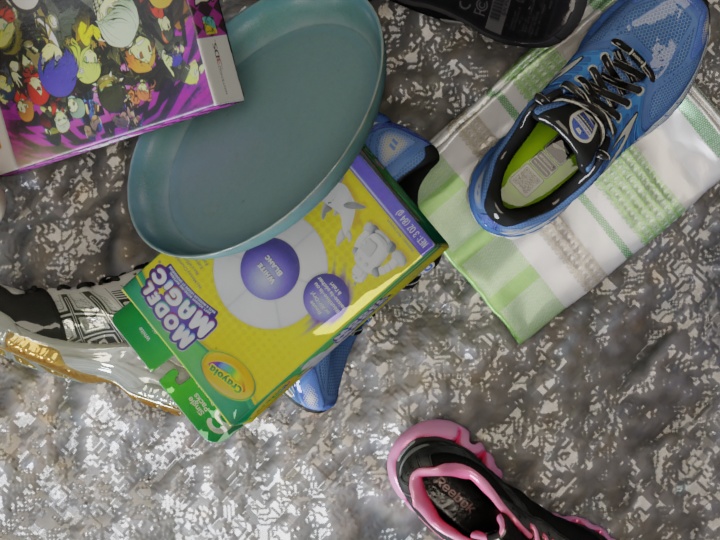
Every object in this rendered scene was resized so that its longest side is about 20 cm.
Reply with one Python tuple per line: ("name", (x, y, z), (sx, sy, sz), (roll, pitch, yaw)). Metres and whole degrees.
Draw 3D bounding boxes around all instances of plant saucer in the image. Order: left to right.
("plant saucer", (-0.059, -0.088, 1.353), (0.200, 0.200, 0.027), (-47, 128, 5))

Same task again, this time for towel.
("towel", (0.135, -0.068, 1.449), (0.200, 0.031, 0.149), (-41, 91, 5))

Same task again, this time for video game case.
("video game case", (-0.179, -0.168, 1.399), (0.199, 0.036, 0.182), (-14, 92, 34))

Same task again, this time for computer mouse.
("computer mouse", (0.064, -0.225, 1.422), (0.199, 0.046, 0.141), (15, 99, 21))

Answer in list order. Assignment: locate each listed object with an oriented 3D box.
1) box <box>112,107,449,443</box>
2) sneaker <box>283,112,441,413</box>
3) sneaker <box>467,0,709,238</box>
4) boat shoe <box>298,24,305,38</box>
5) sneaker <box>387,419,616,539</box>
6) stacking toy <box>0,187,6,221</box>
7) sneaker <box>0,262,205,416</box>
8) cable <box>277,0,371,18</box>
("box", (-0.058, 0.007, 1.379), (0.200, 0.048, 0.117), (-42, 80, 12))
("sneaker", (0.000, 0.000, 1.422), (0.089, 0.079, 0.201), (19, 102, 16))
("sneaker", (0.148, -0.097, 1.382), (0.078, 0.089, 0.200), (40, 96, -3))
("boat shoe", (-0.064, -0.077, 1.433), (0.069, 0.074, 0.201), (16, 92, 0))
("sneaker", (0.102, 0.178, 1.437), (0.200, 0.095, 0.079), (35, 93, -2))
("stacking toy", (-0.319, -0.105, 1.431), (0.146, 0.146, 0.201), (-17, 75, 3))
("sneaker", (-0.170, 0.032, 1.455), (0.199, 0.076, 0.088), (18, 80, -3))
("cable", (-0.019, -0.262, 1.409), (0.163, 0.051, 0.201), (-33, 74, 32))
